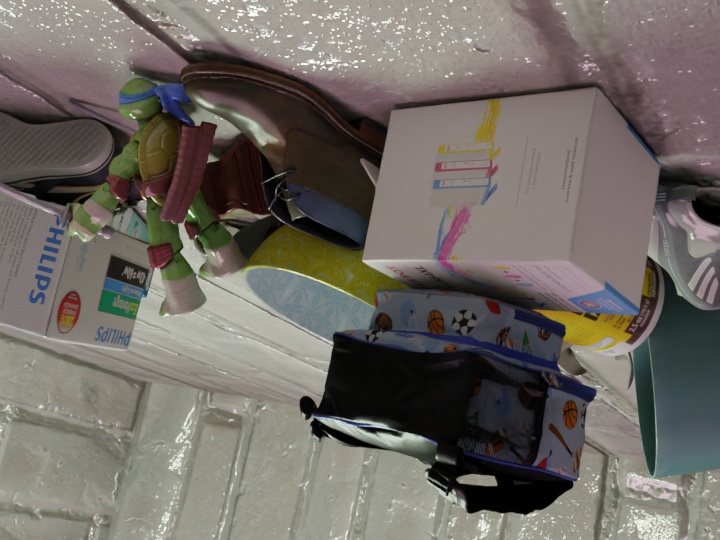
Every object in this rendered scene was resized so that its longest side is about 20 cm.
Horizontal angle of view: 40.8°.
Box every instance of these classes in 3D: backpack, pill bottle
[{"bbox_3d":[0.083,0.098,0.752,0.189,0.156,0.199,28,170,-35],"label":"backpack"},{"bbox_3d":[0.177,0.003,0.901,0.198,0.111,0.109,19,165,-25],"label":"pill bottle"}]

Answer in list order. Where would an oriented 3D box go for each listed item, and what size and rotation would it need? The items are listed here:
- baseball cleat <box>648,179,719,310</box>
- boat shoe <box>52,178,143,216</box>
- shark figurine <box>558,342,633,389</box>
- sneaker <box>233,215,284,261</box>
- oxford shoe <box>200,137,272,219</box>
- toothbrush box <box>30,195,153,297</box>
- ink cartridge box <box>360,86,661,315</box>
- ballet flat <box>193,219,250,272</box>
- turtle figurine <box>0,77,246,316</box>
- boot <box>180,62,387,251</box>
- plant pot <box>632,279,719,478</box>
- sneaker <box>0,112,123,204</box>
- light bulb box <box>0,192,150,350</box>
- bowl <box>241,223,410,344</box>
[{"bbox_3d":[0.299,-0.015,0.807,0.106,0.071,0.199,-2,161,46],"label":"baseball cleat"},{"bbox_3d":[-0.255,-0.083,1.035,0.198,0.064,0.072,4,165,31],"label":"boat shoe"},{"bbox_3d":[0.273,0.081,1.253,0.212,0.130,0.089,-1,-161,-26],"label":"shark figurine"},{"bbox_3d":[-0.068,-0.051,1.009,0.197,0.077,0.116,-6,155,23],"label":"sneaker"},{"bbox_3d":[-0.089,-0.088,0.912,0.198,0.072,0.074,-4,-174,44],"label":"oxford shoe"},{"bbox_3d":[-0.359,-0.040,1.252,0.144,0.086,0.200,11,167,7],"label":"toothbrush box"},{"bbox_3d":[0.104,-0.046,0.737,0.198,0.127,0.128,0,162,39],"label":"ink cartridge box"},{"bbox_3d":[-0.109,-0.023,1.146,0.197,0.068,0.064,7,158,21],"label":"ballet flat"},{"bbox_3d":[-0.196,-0.065,0.853,0.198,0.196,0.144,-20,-158,6],"label":"turtle figurine"},{"bbox_3d":[-0.058,-0.089,0.768,0.198,0.098,0.074,19,164,-27],"label":"boot"},{"bbox_3d":[0.366,0.103,0.980,0.159,0.203,0.201,-5,163,10],"label":"plant pot"},{"bbox_3d":[-0.325,-0.107,0.970,0.197,0.079,0.080,6,160,17],"label":"sneaker"},{"bbox_3d":[-0.348,-0.006,0.996,0.197,0.127,0.198,14,174,11],"label":"light bulb box"},{"bbox_3d":[0.000,0.000,0.902,0.198,0.109,0.200,23,163,7],"label":"bowl"}]
